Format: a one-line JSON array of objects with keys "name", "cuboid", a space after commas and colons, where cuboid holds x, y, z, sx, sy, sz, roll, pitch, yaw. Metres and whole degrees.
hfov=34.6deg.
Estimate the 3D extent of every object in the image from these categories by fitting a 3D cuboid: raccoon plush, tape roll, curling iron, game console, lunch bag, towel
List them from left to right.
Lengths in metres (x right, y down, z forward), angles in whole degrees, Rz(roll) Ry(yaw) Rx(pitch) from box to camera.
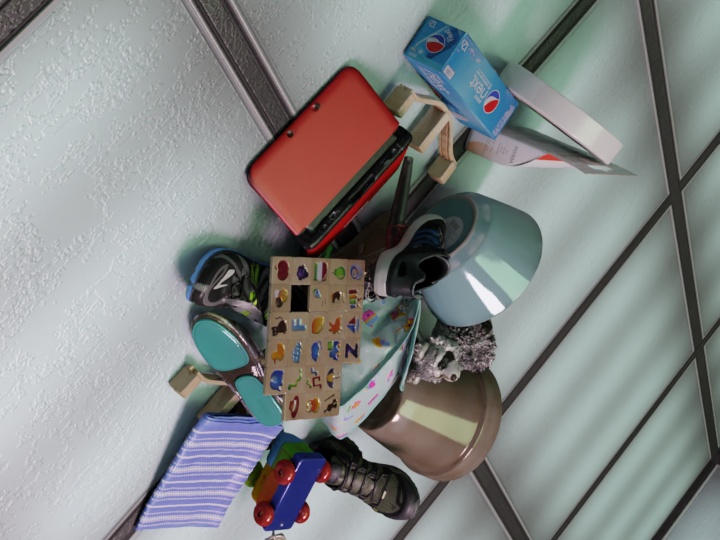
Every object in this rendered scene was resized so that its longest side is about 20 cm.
[{"name": "towel", "cuboid": [-0.197, 0.268, 1.531, 0.145, 0.024, 0.200, 11, 117, -48]}, {"name": "game console", "cuboid": [-0.042, -0.126, 1.458, 0.200, 0.119, 0.172, -48, 176, -15]}, {"name": "lunch bag", "cuboid": [0.008, 0.116, 1.592, 0.200, 0.122, 0.170, -42, 164, -18]}, {"name": "curling iron", "cuboid": [0.042, -0.053, 1.521, 0.050, 0.026, 0.200, 25, 80, -63]}, {"name": "raccoon plush", "cuboid": [0.108, 0.103, 1.709, 0.134, 0.200, 0.097, -10, 111, -19]}, {"name": "tape roll", "cuboid": [0.278, -0.222, 1.624, 0.037, 0.203, 0.203, -54, 147, 10]}]

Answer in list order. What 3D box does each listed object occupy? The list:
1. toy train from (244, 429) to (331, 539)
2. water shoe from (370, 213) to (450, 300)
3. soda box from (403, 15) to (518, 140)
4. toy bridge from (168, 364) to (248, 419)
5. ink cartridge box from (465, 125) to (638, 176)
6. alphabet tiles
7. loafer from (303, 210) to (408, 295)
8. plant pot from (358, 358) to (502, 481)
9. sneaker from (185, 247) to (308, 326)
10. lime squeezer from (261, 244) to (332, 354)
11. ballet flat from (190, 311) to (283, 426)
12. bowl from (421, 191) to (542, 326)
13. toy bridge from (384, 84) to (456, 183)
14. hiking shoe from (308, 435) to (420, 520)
[{"name": "toy train", "cuboid": [-0.132, 0.313, 1.612, 0.085, 0.116, 0.200, 8, 115, -45]}, {"name": "water shoe", "cuboid": [0.084, -0.010, 1.507, 0.200, 0.079, 0.072, -44, 144, -53]}, {"name": "soda box", "cuboid": [0.137, -0.252, 1.540, 0.064, 0.068, 0.200, -56, 146, -3]}, {"name": "toy bridge", "cuboid": [-0.182, 0.174, 1.506, 0.067, 0.027, 0.200, -47, 145, -16]}, {"name": "ink cartridge box", "cuboid": [0.276, -0.157, 1.674, 0.162, 0.200, 0.050, -4, 120, -50]}, {"name": "alphabet tiles", "cuboid": [-0.056, 0.084, 1.434, 0.167, 0.008, 0.200, 2, 92, -49]}, {"name": "loafer", "cuboid": [0.000, 0.000, 1.565, 0.200, 0.067, 0.076, -47, 145, -16]}, {"name": "plant pot", "cuboid": [0.083, 0.205, 1.753, 0.173, 0.200, 0.200, 22, 98, -39]}, {"name": "sneaker", "cuboid": [-0.132, 0.023, 1.402, 0.200, 0.083, 0.071, 12, 106, -54]}, {"name": "lime squeezer", "cuboid": [-0.083, 0.056, 1.501, 0.200, 0.071, 0.038, -56, 147, -3]}, {"name": "ballet flat", "cuboid": [-0.150, 0.112, 1.462, 0.072, 0.072, 0.200, -44, 125, -20]}, {"name": "bowl", "cuboid": [0.146, -0.033, 1.644, 0.105, 0.201, 0.201, 42, 81, -36]}, {"name": "toy bridge", "cuboid": [0.092, -0.191, 1.555, 0.067, 0.027, 0.200, -53, 147, -7]}, {"name": "hiking shoe", "cuboid": [-0.006, 0.307, 1.681, 0.101, 0.200, 0.076, 2, 109, -51]}]
